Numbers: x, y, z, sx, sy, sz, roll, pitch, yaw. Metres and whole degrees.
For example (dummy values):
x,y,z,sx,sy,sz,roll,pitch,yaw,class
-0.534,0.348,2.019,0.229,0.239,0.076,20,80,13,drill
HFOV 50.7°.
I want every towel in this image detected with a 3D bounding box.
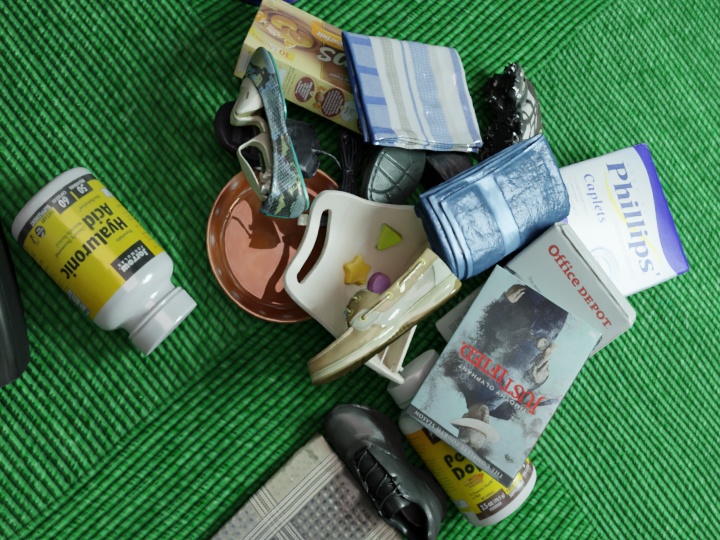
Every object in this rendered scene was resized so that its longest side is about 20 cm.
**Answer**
x,y,z,sx,sy,sz,roll,pitch,yaw,class
0.162,-0.075,0.897,0.197,0.048,0.114,-29,96,-25,towel
0.069,-0.221,0.945,0.196,0.024,0.151,-4,77,-40,towel
-0.060,0.331,0.909,0.199,0.035,0.194,-40,91,-15,towel

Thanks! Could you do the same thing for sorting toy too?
x,y,z,sx,sy,sz,roll,pitch,yaw,class
0.000,0.000,0.902,0.178,0.106,0.204,28,80,-28,sorting toy

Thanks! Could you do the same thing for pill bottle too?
x,y,z,sx,sy,sz,roll,pitch,yaw,class
-0.280,-0.006,0.851,0.200,0.111,0.111,47,73,-5,pill bottle
0.120,0.202,0.933,0.109,0.109,0.202,-38,93,-17,pill bottle

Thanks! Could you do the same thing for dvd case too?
x,y,z,sx,sy,sz,roll,pitch,yaw,class
0.161,0.117,0.862,0.144,0.022,0.202,33,88,16,dvd case

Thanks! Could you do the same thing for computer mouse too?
x,y,z,sx,sy,sz,roll,pitch,yaw,class
-0.089,-0.121,0.925,0.195,0.046,0.145,7,71,-27,computer mouse

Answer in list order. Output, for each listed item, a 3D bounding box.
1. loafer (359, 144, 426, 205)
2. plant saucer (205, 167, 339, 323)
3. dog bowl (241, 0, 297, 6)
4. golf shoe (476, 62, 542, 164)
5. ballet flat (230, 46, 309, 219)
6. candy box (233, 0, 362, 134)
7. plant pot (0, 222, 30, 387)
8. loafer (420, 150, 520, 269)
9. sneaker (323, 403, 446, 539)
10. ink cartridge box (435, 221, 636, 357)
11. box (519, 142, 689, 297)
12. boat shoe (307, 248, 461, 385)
x,y,z,sx,sy,sz,roll,pitch,yaw,class
0.047,-0.152,0.982,0.072,0.062,0.203,40,64,-27,loafer
-0.095,-0.036,0.949,0.194,0.032,0.207,3,80,-15,plant saucer
-0.121,-0.453,0.980,0.194,0.079,0.206,2,81,-15,dog bowl
0.212,-0.181,1.020,0.094,0.077,0.205,32,58,-33,golf shoe
-0.112,-0.156,0.858,0.072,0.074,0.205,-13,79,-17,ballet flat
-0.050,-0.258,0.961,0.196,0.056,0.117,23,49,-12,candy box
-0.437,0.049,0.765,0.197,0.199,0.181,-27,101,-18,plant pot
0.160,-0.084,1.010,0.072,0.073,0.202,-37,94,-22,loafer
0.030,0.243,0.903,0.200,0.091,0.076,46,107,-3,sneaker
0.214,0.059,0.929,0.199,0.083,0.148,-40,79,23,ink cartridge box
0.312,-0.052,1.029,0.195,0.105,0.189,-18,87,-18,box
0.017,0.050,0.837,0.198,0.074,0.067,-34,81,-14,boat shoe
